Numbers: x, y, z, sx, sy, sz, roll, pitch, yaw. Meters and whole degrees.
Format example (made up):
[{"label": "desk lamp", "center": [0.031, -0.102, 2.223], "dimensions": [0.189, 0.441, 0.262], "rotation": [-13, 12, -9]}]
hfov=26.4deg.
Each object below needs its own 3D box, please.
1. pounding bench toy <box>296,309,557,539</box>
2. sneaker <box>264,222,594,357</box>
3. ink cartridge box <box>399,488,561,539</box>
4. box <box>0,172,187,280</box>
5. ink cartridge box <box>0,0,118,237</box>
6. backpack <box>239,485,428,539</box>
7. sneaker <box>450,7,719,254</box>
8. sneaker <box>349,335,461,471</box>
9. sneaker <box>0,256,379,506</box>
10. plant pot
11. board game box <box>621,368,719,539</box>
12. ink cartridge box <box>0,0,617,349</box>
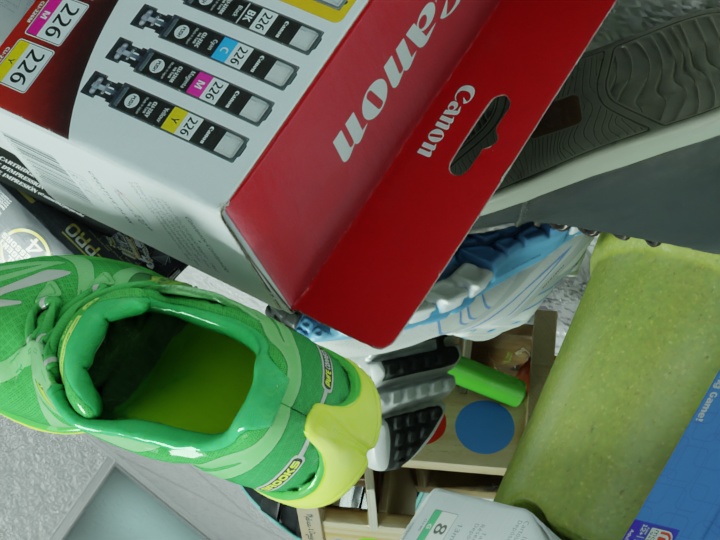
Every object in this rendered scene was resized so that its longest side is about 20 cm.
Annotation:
[{"label": "pounding bench toy", "center": [0.047, 0.080, 0.869], "dimensions": [0.156, 0.125, 0.200], "rotation": [4, 146, 7]}, {"label": "sneaker", "center": [0.043, 0.008, 0.712], "dimensions": [0.075, 0.200, 0.087], "rotation": [45, 143, 34]}, {"label": "ink cartridge box", "center": [0.129, 0.170, 0.690], "dimensions": [0.161, 0.050, 0.200], "rotation": [43, 157, -27]}, {"label": "box", "center": [-0.176, -0.061, 0.852], "dimensions": [0.200, 0.049, 0.161], "rotation": [44, -156, -6]}, {"label": "ink cartridge box", "center": [-0.176, -0.093, 0.736], "dimensions": [0.200, 0.044, 0.094], "rotation": [30, 141, -28]}, {"label": "backpack", "center": [0.012, 0.097, 1.074], "dimensions": [0.176, 0.200, 0.153], "rotation": [25, -178, 26]}, {"label": "sneaker", "center": [0.093, -0.035, 0.659], "dimensions": [0.200, 0.075, 0.106], "rotation": [-12, 144, 24]}, {"label": "sneaker", "center": [0.000, 0.000, 0.773], "dimensions": [0.081, 0.201, 0.075], "rotation": [-6, 175, 36]}, {"label": "sneaker", "center": [-0.086, 0.027, 0.558], "dimensions": [0.200, 0.074, 0.084], "rotation": [11, 163, 33]}, {"label": "plant pot", "center": [0.164, 0.079, 0.764], "dimensions": [0.200, 0.184, 0.200], "rotation": [31, 164, 10]}, {"label": "board game box", "center": [0.211, 0.080, 0.649], "dimensions": [0.152, 0.200, 0.045], "rotation": [41, 161, -26]}, {"label": "ink cartridge box", "center": [-0.018, -0.096, 0.592], "dimensions": [0.175, 0.200, 0.084], "rotation": [24, 162, 28]}]
